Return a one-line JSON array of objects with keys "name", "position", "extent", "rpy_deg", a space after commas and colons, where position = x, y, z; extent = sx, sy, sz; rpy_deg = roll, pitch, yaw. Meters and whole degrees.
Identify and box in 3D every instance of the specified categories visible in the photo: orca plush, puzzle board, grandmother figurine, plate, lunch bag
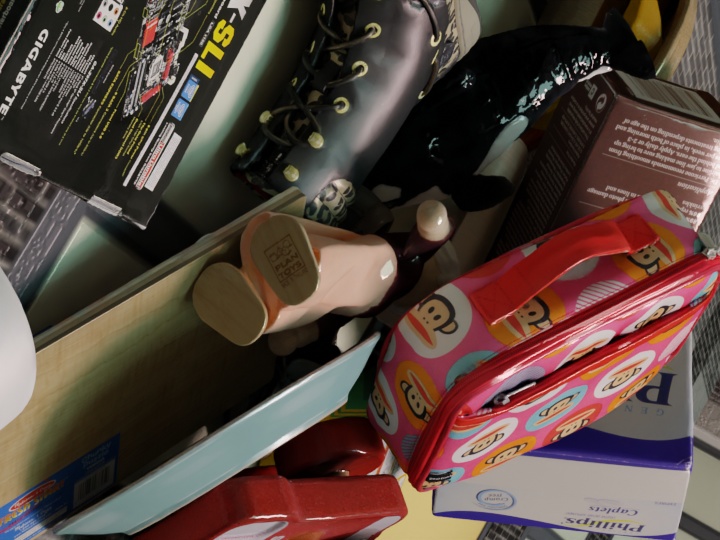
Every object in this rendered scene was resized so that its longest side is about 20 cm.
[{"name": "orca plush", "position": [0.073, -0.094, 0.908], "extent": [0.071, 0.198, 0.106], "rpy_deg": [38, 39, -79]}, {"name": "puzzle board", "position": [-0.112, 0.052, 0.788], "extent": [0.199, 0.017, 0.151], "rpy_deg": [-32, 151, -34]}, {"name": "grandmother figurine", "position": [0.000, 0.000, 0.826], "extent": [0.121, 0.061, 0.200], "rpy_deg": [-28, 168, 23]}, {"name": "plate", "position": [-0.069, 0.093, 0.822], "extent": [0.199, 0.026, 0.200], "rpy_deg": [-31, 179, -1]}, {"name": "lunch bag", "position": [0.105, 0.032, 0.884], "extent": [0.199, 0.082, 0.177], "rpy_deg": [-24, 155, -23]}]

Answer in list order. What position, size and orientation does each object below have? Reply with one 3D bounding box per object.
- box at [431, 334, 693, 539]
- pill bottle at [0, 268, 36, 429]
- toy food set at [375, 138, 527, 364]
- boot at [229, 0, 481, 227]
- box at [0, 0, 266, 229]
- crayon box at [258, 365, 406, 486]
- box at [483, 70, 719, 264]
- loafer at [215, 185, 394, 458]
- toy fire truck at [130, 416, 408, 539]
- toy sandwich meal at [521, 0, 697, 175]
[{"name": "box", "position": [0.151, 0.081, 1.163], "extent": [0.105, 0.182, 0.201], "rpy_deg": [90, 6, -52]}, {"name": "pill bottle", "position": [-0.204, 0.060, 0.492], "extent": [0.200, 0.113, 0.114], "rpy_deg": [-41, 151, -45]}, {"name": "toy food set", "position": [0.049, -0.009, 1.038], "extent": [0.144, 0.060, 0.200], "rpy_deg": [-61, 171, -11]}, {"name": "boot", "position": [-0.011, -0.110, 0.796], "extent": [0.154, 0.073, 0.204], "rpy_deg": [-56, 157, -7]}, {"name": "box", "position": [-0.089, -0.128, 0.623], "extent": [0.201, 0.049, 0.160], "rpy_deg": [-62, 162, 0]}, {"name": "crayon box", "position": [-0.025, 0.149, 1.111], "extent": [0.200, 0.051, 0.127], "rpy_deg": [-21, 134, -61]}, {"name": "box", "position": [0.154, -0.028, 1.009], "extent": [0.075, 0.099, 0.201], "rpy_deg": [-111, -140, -58]}, {"name": "loafer", "position": [-0.035, 0.036, 0.930], "extent": [0.072, 0.063, 0.201], "rpy_deg": [-32, 144, -56]}, {"name": "toy fire truck", "position": [-0.072, 0.163, 0.908], "extent": [0.167, 0.113, 0.199], "rpy_deg": [7, 150, -44]}, {"name": "toy sandwich meal", "position": [0.158, -0.157, 1.087], "extent": [0.205, 0.070, 0.206], "rpy_deg": [-50, -162, 23]}]
